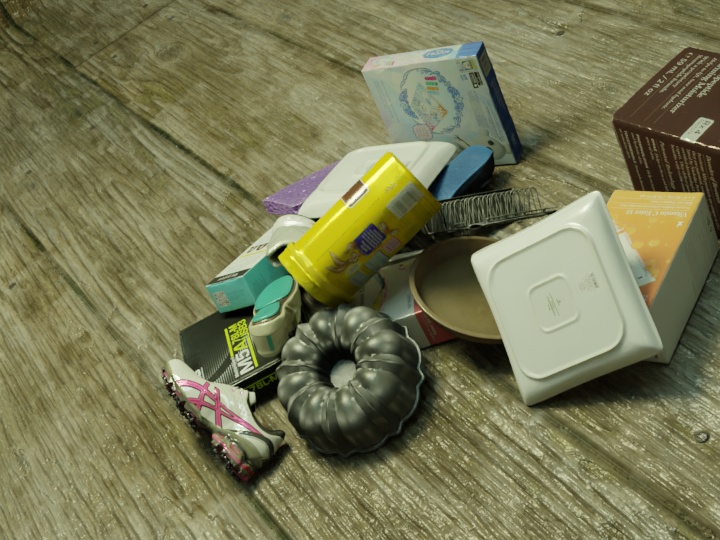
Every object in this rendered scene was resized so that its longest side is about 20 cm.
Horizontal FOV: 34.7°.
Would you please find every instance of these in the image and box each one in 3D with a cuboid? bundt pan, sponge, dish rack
[{"bbox_3d":[-0.023,0.132,1.477,0.200,0.076,0.203,-10,63,19],"label":"bundt pan"},{"bbox_3d":[-0.051,-0.139,1.860,0.199,0.030,0.111,-31,22,-27],"label":"sponge"},{"bbox_3d":[0.173,-0.082,1.585,0.152,0.055,0.200,-12,3,-15],"label":"dish rack"}]

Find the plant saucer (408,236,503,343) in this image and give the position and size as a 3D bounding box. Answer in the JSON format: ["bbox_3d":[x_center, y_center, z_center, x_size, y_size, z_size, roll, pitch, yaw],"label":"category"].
[{"bbox_3d":[0.160,0.028,1.512,0.198,0.030,0.201,4,40,-3],"label":"plant saucer"}]

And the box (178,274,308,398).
[{"bbox_3d":[-0.163,0.110,1.675,0.192,0.048,0.200,-26,32,1],"label":"box"}]

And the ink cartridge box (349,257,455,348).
[{"bbox_3d":[0.028,0.060,1.593,0.199,0.068,0.117,-18,38,15],"label":"ink cartridge box"}]

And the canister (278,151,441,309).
[{"bbox_3d":[0.004,-0.051,1.523,0.200,0.148,0.087,-44,69,5],"label":"canister"}]

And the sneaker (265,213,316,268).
[{"bbox_3d":[-0.043,-0.026,1.662,0.198,0.076,0.092,1,39,20],"label":"sneaker"}]

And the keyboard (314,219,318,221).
[{"bbox_3d":[-0.038,-0.089,1.840,0.103,0.040,0.201,-26,37,6],"label":"keyboard"}]

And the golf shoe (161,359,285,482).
[{"bbox_3d":[-0.186,0.186,1.544,0.092,0.073,0.200,-39,70,-19],"label":"golf shoe"}]

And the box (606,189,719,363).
[{"bbox_3d":[0.345,0.003,1.422,0.124,0.098,0.201,5,48,38],"label":"box"}]

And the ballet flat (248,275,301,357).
[{"bbox_3d":[-0.114,0.067,1.591,0.069,0.070,0.200,-20,14,12],"label":"ballet flat"}]

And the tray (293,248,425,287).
[{"bbox_3d":[0.000,0.000,1.691,0.199,0.022,0.107,-11,5,24],"label":"tray"}]

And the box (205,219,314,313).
[{"bbox_3d":[-0.142,-0.013,1.755,0.082,0.049,0.200,-14,21,39],"label":"box"}]

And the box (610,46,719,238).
[{"bbox_3d":[0.463,-0.160,1.481,0.166,0.165,0.200,-42,38,-17],"label":"box"}]

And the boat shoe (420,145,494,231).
[{"bbox_3d":[0.132,-0.104,1.724,0.199,0.069,0.084,-34,47,-14],"label":"boat shoe"}]

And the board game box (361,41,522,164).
[{"bbox_3d":[0.127,-0.248,1.781,0.198,0.201,0.044,-2,41,31],"label":"board game box"}]

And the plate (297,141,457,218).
[{"bbox_3d":[0.024,-0.144,1.736,0.199,0.033,0.200,-3,30,30],"label":"plate"}]

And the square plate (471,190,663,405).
[{"bbox_3d":[0.233,0.037,1.362,0.197,0.201,0.028,-29,-14,37],"label":"square plate"}]
